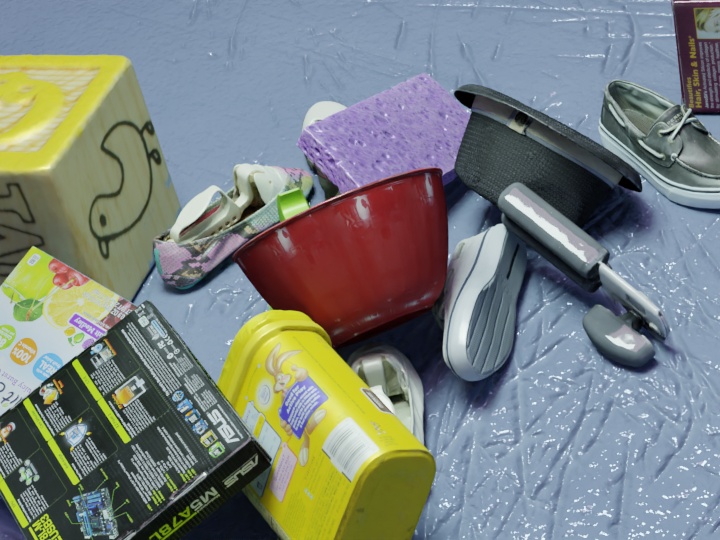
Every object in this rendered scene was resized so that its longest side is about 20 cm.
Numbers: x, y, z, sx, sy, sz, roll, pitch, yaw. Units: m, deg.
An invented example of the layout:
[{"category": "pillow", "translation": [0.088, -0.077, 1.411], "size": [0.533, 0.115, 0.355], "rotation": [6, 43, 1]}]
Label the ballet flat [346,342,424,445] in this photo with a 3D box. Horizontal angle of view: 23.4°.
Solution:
[{"category": "ballet flat", "translation": [0.020, 0.111, 1.469], "size": [0.069, 0.070, 0.201], "rotation": [-15, 38, 2]}]

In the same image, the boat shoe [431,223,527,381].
[{"category": "boat shoe", "translation": [0.098, 0.034, 1.545], "size": [0.066, 0.074, 0.200], "rotation": [-14, 26, 28]}]

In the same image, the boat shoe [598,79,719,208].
[{"category": "boat shoe", "translation": [0.294, -0.122, 1.650], "size": [0.072, 0.071, 0.200], "rotation": [-34, 42, -22]}]

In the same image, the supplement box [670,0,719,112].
[{"category": "supplement box", "translation": [0.415, -0.234, 1.698], "size": [0.198, 0.132, 0.104], "rotation": [3, 40, 22]}]

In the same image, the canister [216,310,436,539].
[{"category": "canister", "translation": [-0.035, 0.146, 1.383], "size": [0.086, 0.150, 0.200], "rotation": [4, 27, -37]}]

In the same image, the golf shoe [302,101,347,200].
[{"category": "golf shoe", "translation": [-0.020, -0.131, 1.766], "size": [0.077, 0.089, 0.201], "rotation": [-19, 37, -2]}]

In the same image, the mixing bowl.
[{"category": "mixing bowl", "translation": [0.000, 0.000, 1.502], "size": [0.199, 0.200, 0.109], "rotation": [-23, 83, -3]}]

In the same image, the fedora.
[{"category": "fedora", "translation": [0.161, -0.093, 1.630], "size": [0.200, 0.200, 0.092], "rotation": [31, 92, 43]}]

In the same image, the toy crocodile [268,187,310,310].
[{"category": "toy crocodile", "translation": [-0.054, -0.001, 1.637], "size": [0.067, 0.062, 0.201], "rotation": [-11, 39, 8]}]

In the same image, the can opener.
[{"category": "can opener", "translation": [0.186, 0.005, 1.513], "size": [0.067, 0.053, 0.200], "rotation": [-43, 61, -12]}]

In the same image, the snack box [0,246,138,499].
[{"category": "snack box", "translation": [-0.287, 0.099, 1.543], "size": [0.168, 0.068, 0.201], "rotation": [25, 72, 35]}]

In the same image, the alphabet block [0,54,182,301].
[{"category": "alphabet block", "translation": [-0.317, -0.078, 1.716], "size": [0.195, 0.201, 0.196], "rotation": [2, 42, 22]}]

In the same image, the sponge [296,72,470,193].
[{"category": "sponge", "translation": [0.038, -0.122, 1.690], "size": [0.112, 0.030, 0.199], "rotation": [46, 44, 14]}]

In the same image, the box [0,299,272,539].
[{"category": "box", "translation": [-0.196, 0.145, 1.396], "size": [0.193, 0.048, 0.200], "rotation": [-40, 47, -4]}]

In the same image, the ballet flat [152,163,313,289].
[{"category": "ballet flat", "translation": [-0.126, -0.061, 1.729], "size": [0.200, 0.072, 0.069], "rotation": [-38, 42, -26]}]
